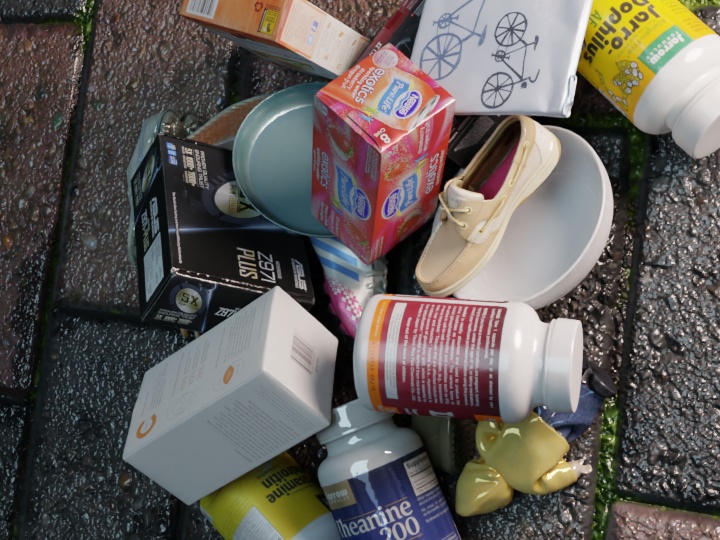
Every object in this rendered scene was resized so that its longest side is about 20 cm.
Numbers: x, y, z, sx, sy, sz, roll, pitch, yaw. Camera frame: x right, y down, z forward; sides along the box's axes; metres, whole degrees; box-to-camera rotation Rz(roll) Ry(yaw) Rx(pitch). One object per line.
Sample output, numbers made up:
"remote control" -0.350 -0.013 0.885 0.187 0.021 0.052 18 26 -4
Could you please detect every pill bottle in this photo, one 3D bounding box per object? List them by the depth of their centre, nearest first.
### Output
"pill bottle" 0.102 0.083 1.089 0.199 0.113 0.113 3 84 17
"pill bottle" 0.280 -0.203 1.123 0.113 0.113 0.200 -46 66 15
"pill bottle" 0.024 0.225 1.163 0.111 0.111 0.201 -24 84 23
"pill bottle" -0.080 0.274 1.246 0.200 0.112 0.112 42 102 25

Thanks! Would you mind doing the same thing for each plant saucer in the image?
"plant saucer" -0.040 -0.117 1.275 0.199 0.027 0.201 2 61 -4

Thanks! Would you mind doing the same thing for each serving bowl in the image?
"serving bowl" 0.169 -0.042 1.171 0.200 0.066 0.201 -21 54 32

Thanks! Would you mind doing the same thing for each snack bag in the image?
"snack bag" 0.138 -0.236 1.134 0.200 0.021 0.189 6 76 38

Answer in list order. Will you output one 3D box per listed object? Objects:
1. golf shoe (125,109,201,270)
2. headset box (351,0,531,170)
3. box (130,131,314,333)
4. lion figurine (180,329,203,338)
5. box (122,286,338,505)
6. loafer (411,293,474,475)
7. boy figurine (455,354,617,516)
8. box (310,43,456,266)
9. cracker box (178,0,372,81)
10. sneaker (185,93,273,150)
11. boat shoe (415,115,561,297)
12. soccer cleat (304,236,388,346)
"golf shoe" -0.250 -0.096 1.422 0.097 0.078 0.201 10 84 48
"headset box" 0.094 -0.213 1.219 0.149 0.077 0.200 -51 50 7
"box" -0.151 -0.033 1.254 0.086 0.163 0.200 -50 39 39
"lion figurine" -0.146 0.014 1.341 0.122 0.072 0.201 -19 70 14
"box" -0.130 0.129 1.184 0.200 0.097 0.125 -32 31 27
"loafer" 0.077 0.109 1.206 0.067 0.076 0.201 -1 84 28
"boy figurine" 0.169 0.171 1.156 0.124 0.064 0.200 36 105 1
"box" 0.018 -0.108 1.146 0.100 0.200 0.095 -37 68 -23
"cracker box" -0.083 -0.259 1.271 0.134 0.200 0.058 21 94 28
"sneaker" -0.153 -0.131 1.368 0.200 0.080 0.071 -32 44 -1
"boat shoe" 0.110 -0.067 1.140 0.200 0.069 0.074 -55 43 2
"soccer cleat" 0.000 0.000 1.266 0.086 0.070 0.200 -34 69 18
